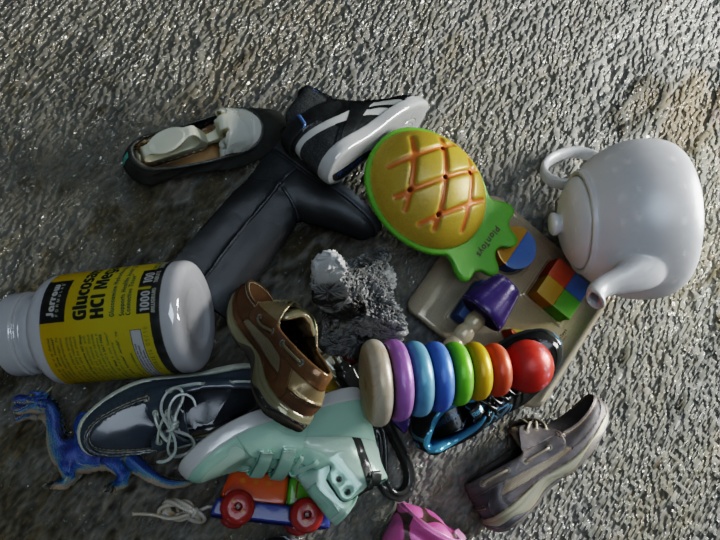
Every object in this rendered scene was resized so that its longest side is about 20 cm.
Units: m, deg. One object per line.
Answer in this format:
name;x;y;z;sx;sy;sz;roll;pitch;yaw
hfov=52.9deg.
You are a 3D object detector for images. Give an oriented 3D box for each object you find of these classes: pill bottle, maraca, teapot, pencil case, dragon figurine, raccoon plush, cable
pill bottle;-0.259;0.055;0.734;0.198;0.112;0.114;-7;79;7
maraca;0.092;-0.077;0.823;0.200;0.107;0.137;40;73;-7
teapot;0.289;-0.061;0.839;0.145;0.200;0.199;-2;90;1
pencil case;0.044;0.351;0.753;0.093;0.091;0.201;15;75;30
dragon figurine;-0.267;0.176;0.750;0.198;0.059;0.100;7;77;-7
raccoon plush;0.000;0.000;0.763;0.096;0.201;0.135;-3;54;0
cable;0.012;0.159;0.823;0.097;0.050;0.201;-33;98;-32

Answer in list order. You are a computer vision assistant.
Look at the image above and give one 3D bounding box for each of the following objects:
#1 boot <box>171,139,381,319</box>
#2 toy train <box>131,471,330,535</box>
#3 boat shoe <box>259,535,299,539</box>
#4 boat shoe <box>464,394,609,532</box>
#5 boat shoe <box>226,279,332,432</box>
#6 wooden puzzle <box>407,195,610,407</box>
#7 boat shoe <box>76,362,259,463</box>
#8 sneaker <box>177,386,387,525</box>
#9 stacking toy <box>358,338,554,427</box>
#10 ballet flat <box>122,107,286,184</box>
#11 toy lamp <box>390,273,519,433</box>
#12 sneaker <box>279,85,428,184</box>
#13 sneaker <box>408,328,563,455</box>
boot;-0.096;-0.026;0.818;0.164;0.066;0.200;36;72;8
toy train;-0.127;0.208;0.759;0.198;0.085;0.117;10;66;-9
boat shoe;-0.032;0.331;0.705;0.199;0.068;0.074;37;86;31
boat shoe;0.199;0.203;0.817;0.200;0.075;0.073;-40;87;-16
boat shoe;-0.073;0.068;0.709;0.075;0.200;0.074;31;105;-37
wooden puzzle;0.184;0.032;0.865;0.199;0.046;0.186;38;75;0
boat shoe;-0.177;0.145;0.721;0.198;0.062;0.076;-8;101;-24
sneaker;-0.066;0.194;0.695;0.199;0.074;0.119;-13;64;-26
stacking toy;0.101;0.105;0.725;0.198;0.085;0.086;-4;79;-11
ballet flat;-0.173;-0.147;0.829;0.199;0.068;0.068;-22;81;-14
toy lamp;0.096;0.085;0.791;0.058;0.058;0.200;45;80;2
sneaker;-0.012;-0.185;0.845;0.112;0.073;0.200;41;47;14
sneaker;0.144;0.139;0.794;0.199;0.082;0.073;-37;93;1
